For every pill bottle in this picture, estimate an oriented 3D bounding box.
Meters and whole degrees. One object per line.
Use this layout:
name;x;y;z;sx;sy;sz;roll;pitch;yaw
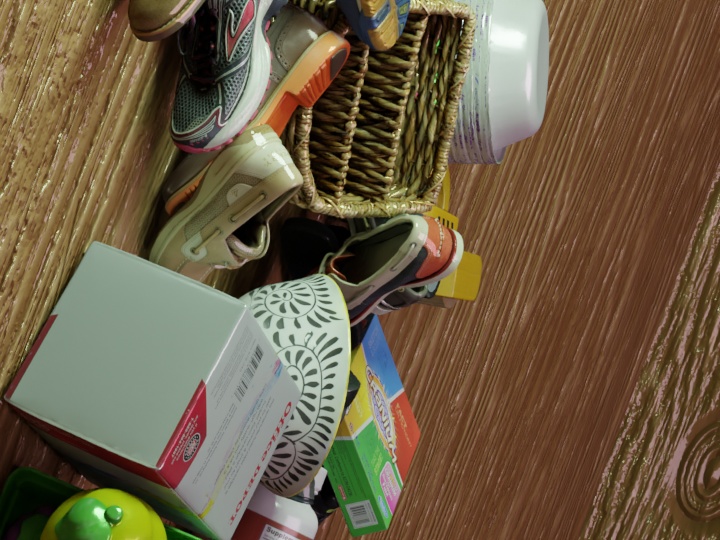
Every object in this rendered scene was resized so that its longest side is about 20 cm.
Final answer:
pill bottle;-0.110;0.267;1.797;0.201;0.112;0.112;-66;160;-9

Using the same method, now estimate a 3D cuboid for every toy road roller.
toy road roller;0.048;-0.046;1.889;0.200;0.122;0.147;19;81;-69

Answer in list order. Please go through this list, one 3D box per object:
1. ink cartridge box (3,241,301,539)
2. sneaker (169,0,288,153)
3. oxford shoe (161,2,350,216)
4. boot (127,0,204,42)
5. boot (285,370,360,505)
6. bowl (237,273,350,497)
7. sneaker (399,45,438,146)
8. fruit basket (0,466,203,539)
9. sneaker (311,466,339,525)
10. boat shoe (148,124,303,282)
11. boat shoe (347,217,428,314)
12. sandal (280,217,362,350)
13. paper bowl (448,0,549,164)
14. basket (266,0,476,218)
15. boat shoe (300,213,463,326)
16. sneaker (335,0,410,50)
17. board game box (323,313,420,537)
ink cartridge box;-0.155;0.100;1.463;0.146;0.144;0.200;-63;159;-18
sneaker;-0.109;-0.188;1.416;0.074;0.080;0.202;17;87;-52
oxford shoe;-0.098;-0.129;1.514;0.200;0.073;0.071;-47;168;-6
boot;-0.126;-0.259;1.325;0.075;0.073;0.201;41;66;-49
boot;-0.067;0.127;1.744;0.200;0.069;0.132;-119;-131;-69
bowl;-0.093;0.093;1.643;0.094;0.201;0.202;12;102;-26
sneaker;0.051;-0.185;1.748;0.084;0.076;0.201;103;-6;-55
fruit basket;-0.195;0.235;1.410;0.157;0.214;0.215;-68;160;-1
sneaker;-0.060;0.244;1.942;0.071;0.082;0.201;-22;131;-63
boat shoe;-0.109;-0.031;1.482;0.071;0.065;0.200;-29;164;-41
boat shoe;0.018;-0.063;1.750;0.072;0.060;0.203;-9;85;-47
sandal;-0.034;0.011;1.804;0.201;0.075;0.045;82;23;-49
paper bowl;0.133;-0.207;1.882;0.201;0.103;0.202;3;90;-79
basket;-0.004;-0.147;1.606;0.143;0.148;0.201;-30;138;-60
boat shoe;0.000;0.000;1.677;0.062;0.199;0.072;20;57;-43
sneaker;-0.021;-0.266;1.485;0.075;0.088;0.201;-55;138;-39
board game box;0.003;0.154;1.908;0.200;0.040;0.154;-64;137;-64
